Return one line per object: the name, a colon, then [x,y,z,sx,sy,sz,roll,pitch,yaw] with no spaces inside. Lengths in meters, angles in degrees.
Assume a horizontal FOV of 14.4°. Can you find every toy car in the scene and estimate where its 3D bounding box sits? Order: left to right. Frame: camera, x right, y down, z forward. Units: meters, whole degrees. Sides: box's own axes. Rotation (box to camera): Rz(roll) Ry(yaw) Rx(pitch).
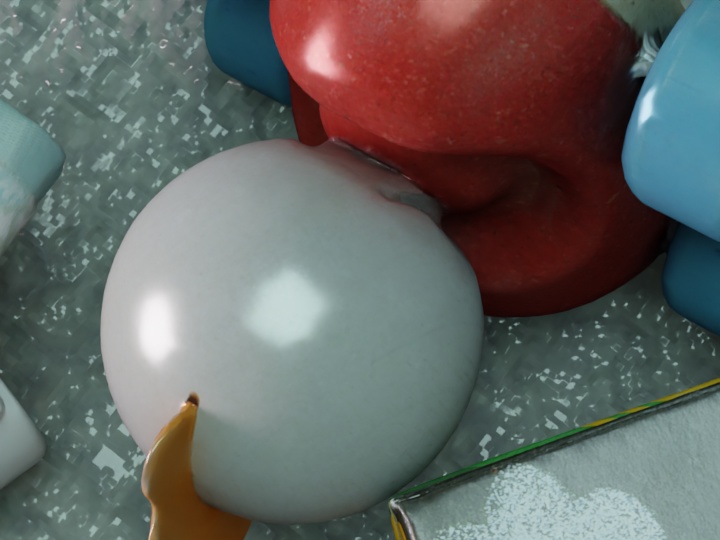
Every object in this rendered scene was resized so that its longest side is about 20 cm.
toy car: [0.000,0.000,0.723,0.184,0.177,0.200,29,80,19]

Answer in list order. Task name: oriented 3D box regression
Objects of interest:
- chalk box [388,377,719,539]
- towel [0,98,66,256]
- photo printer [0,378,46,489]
chalk box: [0.120,0.092,0.722,0.199,0.124,0.125,-18,74,-4]
towel: [-0.201,-0.017,0.730,0.200,0.048,0.171,33,80,13]
photo printer: [-0.212,0.042,0.773,0.200,0.069,0.167,-36,77,-7]
